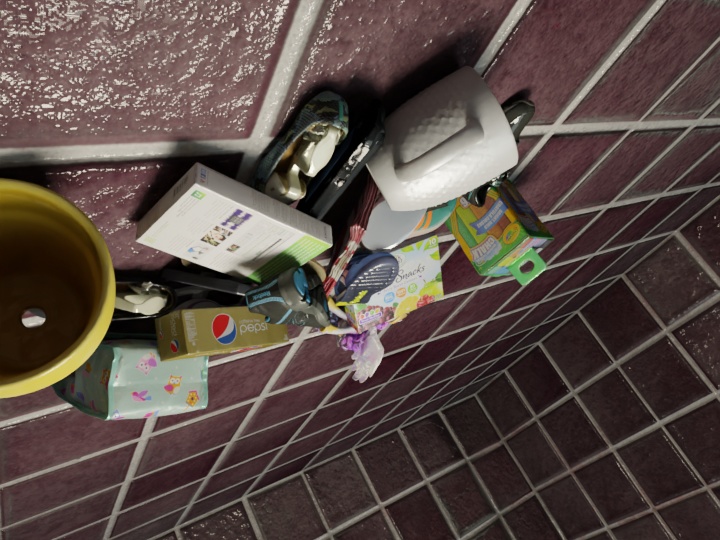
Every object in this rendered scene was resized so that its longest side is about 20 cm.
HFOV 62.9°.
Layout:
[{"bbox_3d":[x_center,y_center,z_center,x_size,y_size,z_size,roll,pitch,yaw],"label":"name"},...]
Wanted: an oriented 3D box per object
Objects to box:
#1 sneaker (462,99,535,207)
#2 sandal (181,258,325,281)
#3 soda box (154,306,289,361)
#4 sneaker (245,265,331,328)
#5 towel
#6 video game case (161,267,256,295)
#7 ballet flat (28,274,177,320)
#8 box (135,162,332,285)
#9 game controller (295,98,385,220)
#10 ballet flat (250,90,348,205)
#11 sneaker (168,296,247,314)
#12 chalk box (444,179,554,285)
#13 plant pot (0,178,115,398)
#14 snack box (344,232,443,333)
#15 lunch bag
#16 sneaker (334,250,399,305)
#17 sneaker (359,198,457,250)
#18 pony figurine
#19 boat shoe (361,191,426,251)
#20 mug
[{"bbox_3d":[0.229,-0.191,0.977,0.075,0.079,0.200,-10,148,-39],"label":"sneaker"},{"bbox_3d":[-0.151,-0.033,0.863,0.211,0.070,0.078,8,142,-22],"label":"sandal"},{"bbox_3d":[-0.203,0.091,0.887,0.068,0.064,0.200,-18,168,35],"label":"soda box"},{"bbox_3d":[-0.096,0.043,0.832,0.082,0.073,0.200,-17,161,7],"label":"sneaker"},{"bbox_3d":[-0.020,-0.054,0.915,0.023,0.144,0.200,23,139,-8],"label":"towel"},{"bbox_3d":[-0.177,0.030,0.892,0.142,0.019,0.200,9,176,28],"label":"video game case"},{"bbox_3d":[-0.326,0.038,0.774,0.073,0.073,0.200,-42,156,26],"label":"ballet flat"},{"bbox_3d":[-0.155,-0.047,0.740,0.200,0.036,0.144,25,139,-37],"label":"box"},{"bbox_3d":[-0.033,-0.133,0.768,0.042,0.105,0.200,27,127,-23],"label":"game controller"},{"bbox_3d":[-0.080,-0.130,0.735,0.074,0.074,0.200,-7,146,-44],"label":"ballet flat"},{"bbox_3d":[-0.239,0.096,0.994,0.200,0.075,0.100,-3,146,-46],"label":"sneaker"},{"bbox_3d":[0.269,-0.067,1.119,0.124,0.200,0.124,1,142,-51],"label":"chalk box"},{"bbox_3d":[-0.355,0.033,0.605,0.200,0.201,0.189,-21,172,-22],"label":"plant pot"},{"bbox_3d":[0.061,0.018,1.144,0.200,0.053,0.143,-22,118,-21],"label":"snack box"},{"bbox_3d":[-0.354,0.156,0.897,0.200,0.122,0.170,-1,173,40],"label":"lunch bag"},{"bbox_3d":[0.000,0.000,0.970,0.074,0.083,0.200,2,162,-22],"label":"sneaker"},{"bbox_3d":[0.084,-0.102,0.989,0.200,0.071,0.080,-27,155,-19],"label":"sneaker"},{"bbox_3d":[-0.003,0.114,1.255,0.193,0.167,0.200,-49,137,14],"label":"pony figurine"},{"bbox_3d":[0.067,-0.120,0.912,0.202,0.075,0.086,-55,-166,6],"label":"boat shoe"},{"bbox_3d":[0.097,-0.156,0.762,0.175,0.148,0.200,-29,-168,5],"label":"mug"}]
